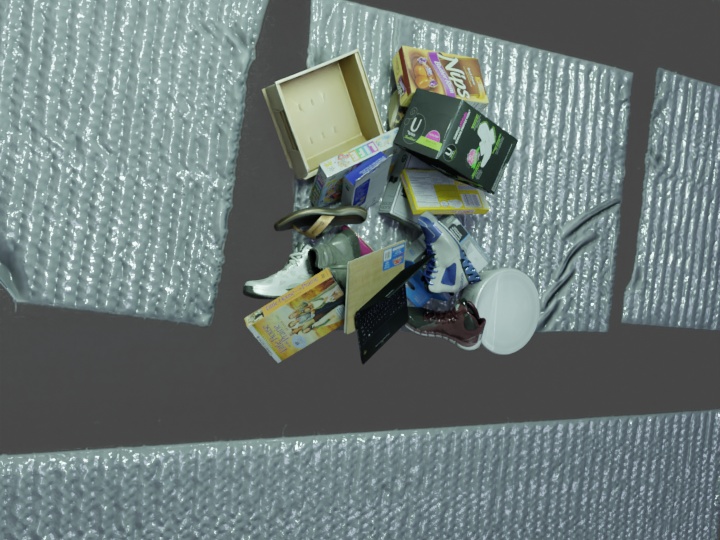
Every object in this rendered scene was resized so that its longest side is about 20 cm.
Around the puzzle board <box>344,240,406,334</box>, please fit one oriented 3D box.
[{"bbox_3d":[0.030,0.031,1.619,0.198,0.017,0.155,-23,121,-49],"label":"puzzle board"}]

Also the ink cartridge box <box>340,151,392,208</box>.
[{"bbox_3d":[0.009,-0.180,1.594,0.098,0.201,0.039,-36,78,-16],"label":"ink cartridge box"}]

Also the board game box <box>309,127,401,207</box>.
[{"bbox_3d":[-0.008,-0.211,1.615,0.197,0.135,0.035,-29,75,-23],"label":"board game box"}]

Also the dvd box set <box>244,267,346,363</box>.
[{"bbox_3d":[-0.118,0.094,1.571,0.197,0.030,0.147,-30,137,1],"label":"dvd box set"}]

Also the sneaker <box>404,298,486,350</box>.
[{"bbox_3d":[0.190,0.096,1.733,0.195,0.117,0.077,17,43,1],"label":"sneaker"}]

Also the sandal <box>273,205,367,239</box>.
[{"bbox_3d":[-0.079,-0.093,1.595,0.194,0.082,0.056,-4,75,-15],"label":"sandal"}]

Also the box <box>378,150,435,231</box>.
[{"bbox_3d":[0.126,-0.202,1.729,0.115,0.060,0.205,20,86,-29],"label":"box"}]

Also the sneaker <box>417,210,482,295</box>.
[{"bbox_3d":[0.167,-0.015,1.643,0.114,0.081,0.200,-39,118,1],"label":"sneaker"}]

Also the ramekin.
[{"bbox_3d":[0.323,0.092,1.850,0.197,0.094,0.209,-4,98,-29],"label":"ramekin"}]

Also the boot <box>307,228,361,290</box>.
[{"bbox_3d":[-0.047,0.026,1.625,0.130,0.067,0.205,-34,116,-38],"label":"boot"}]

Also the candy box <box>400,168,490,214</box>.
[{"bbox_3d":[0.185,-0.170,1.688,0.195,0.027,0.104,-2,59,-29],"label":"candy box"}]

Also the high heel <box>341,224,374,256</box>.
[{"bbox_3d":[0.000,0.000,1.683,0.096,0.067,0.201,-40,108,-4],"label":"high heel"}]

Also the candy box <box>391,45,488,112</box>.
[{"bbox_3d":[0.171,-0.403,1.658,0.195,0.056,0.120,1,67,-28],"label":"candy box"}]

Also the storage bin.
[{"bbox_3d":[-0.072,-0.316,1.589,0.197,0.093,0.203,-28,107,-24],"label":"storage bin"}]

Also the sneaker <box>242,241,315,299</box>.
[{"bbox_3d":[-0.154,0.000,1.599,0.196,0.075,0.119,0,89,-37],"label":"sneaker"}]

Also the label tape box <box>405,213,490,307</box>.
[{"bbox_3d":[0.172,-0.010,1.729,0.200,0.063,0.144,-43,119,5],"label":"label tape box"}]

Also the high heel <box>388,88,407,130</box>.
[{"bbox_3d":[0.140,-0.371,1.709,0.140,0.071,0.205,24,75,-22],"label":"high heel"}]

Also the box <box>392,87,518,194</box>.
[{"bbox_3d":[0.193,-0.261,1.577,0.198,0.147,0.127,23,94,-42],"label":"box"}]

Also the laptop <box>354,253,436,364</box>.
[{"bbox_3d":[0.078,0.080,1.603,0.176,0.102,0.204,-38,133,-39],"label":"laptop"}]
